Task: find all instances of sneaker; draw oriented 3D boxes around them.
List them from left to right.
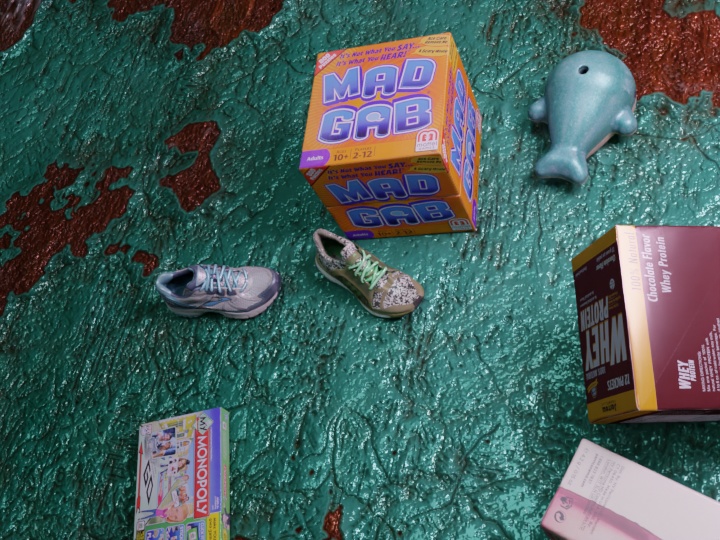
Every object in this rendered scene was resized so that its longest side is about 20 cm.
[{"bbox_3d":[-0.217,0.027,1.306,0.199,0.086,0.078,-9,61,18],"label":"sneaker"},{"bbox_3d":[0.000,0.000,1.231,0.200,0.089,0.077,28,76,31],"label":"sneaker"}]

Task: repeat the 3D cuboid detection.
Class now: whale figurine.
[{"bbox_3d":[0.307,-0.220,1.217,0.159,0.104,0.201,17,71,28],"label":"whale figurine"}]

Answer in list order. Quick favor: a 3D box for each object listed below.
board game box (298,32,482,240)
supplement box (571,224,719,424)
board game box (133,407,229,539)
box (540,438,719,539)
[{"bbox_3d":[0.052,-0.183,1.243,0.199,0.200,0.201,-4,62,21],"label":"board game box"},{"bbox_3d":[0.359,0.063,0.959,0.199,0.133,0.198,0,75,-8],"label":"supplement box"},{"bbox_3d":[-0.247,0.300,1.205,0.134,0.029,0.201,-15,59,15],"label":"board game box"},{"bbox_3d":[0.312,0.284,0.929,0.199,0.128,0.109,23,74,31],"label":"box"}]
